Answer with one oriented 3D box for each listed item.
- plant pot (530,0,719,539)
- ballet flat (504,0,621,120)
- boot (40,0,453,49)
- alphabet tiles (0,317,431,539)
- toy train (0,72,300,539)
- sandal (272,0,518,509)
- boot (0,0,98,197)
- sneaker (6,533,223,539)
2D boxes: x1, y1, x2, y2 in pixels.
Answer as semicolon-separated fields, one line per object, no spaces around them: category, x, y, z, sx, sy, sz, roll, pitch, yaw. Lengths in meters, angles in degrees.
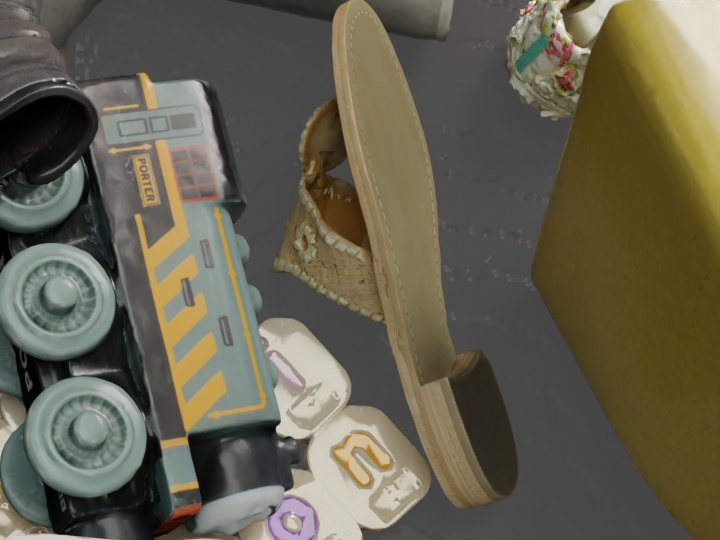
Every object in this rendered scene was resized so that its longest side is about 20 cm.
plant pot;0.198;0.018;0.786;0.194;0.196;0.200;-12;62;-12
ballet flat;0.155;-0.125;0.915;0.200;0.064;0.076;-29;78;-17
boot;-0.060;-0.125;0.886;0.200;0.073;0.182;16;72;-9
alphabet tiles;-0.071;0.113;0.832;0.200;0.015;0.196;-41;83;-18
toy train;-0.092;0.015;0.812;0.114;0.085;0.200;-10;74;-22
sandal;-0.002;0.001;0.851;0.070;0.078;0.212;-18;89;22
boot;-0.195;-0.050;0.776;0.200;0.070;0.132;-34;49;19
sneaker;-0.084;0.178;0.773;0.200;0.081;0.147;15;113;-37
